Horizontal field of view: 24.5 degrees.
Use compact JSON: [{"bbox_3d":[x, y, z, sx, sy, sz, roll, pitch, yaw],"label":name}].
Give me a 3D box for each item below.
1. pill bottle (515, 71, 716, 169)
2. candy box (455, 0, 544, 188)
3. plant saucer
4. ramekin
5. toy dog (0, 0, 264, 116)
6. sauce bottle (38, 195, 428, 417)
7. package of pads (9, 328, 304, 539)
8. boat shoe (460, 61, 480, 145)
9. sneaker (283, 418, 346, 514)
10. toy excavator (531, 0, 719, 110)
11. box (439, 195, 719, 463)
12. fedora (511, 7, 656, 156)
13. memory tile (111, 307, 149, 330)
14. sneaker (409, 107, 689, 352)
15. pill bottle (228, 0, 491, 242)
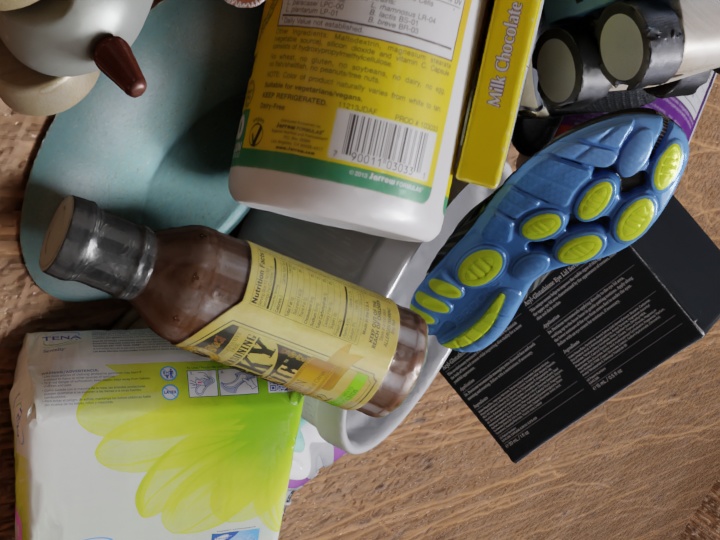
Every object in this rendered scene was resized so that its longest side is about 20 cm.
[{"bbox_3d":[0.198,-0.139,1.205,0.111,0.111,0.200,66,46,-64],"label":"pill bottle"},{"bbox_3d":[0.083,-0.143,0.851,0.102,0.026,0.200,-29,132,-81],"label":"candy box"},{"bbox_3d":[-0.092,-0.058,0.878,0.201,0.039,0.201,-42,154,-26],"label":"plant saucer"},{"bbox_3d":[0.000,0.000,1.005,0.200,0.105,0.200,-52,161,-27],"label":"ramekin"},{"bbox_3d":[-0.083,-0.143,0.702,0.200,0.096,0.132,-55,158,1],"label":"toy dog"},{"bbox_3d":[-0.063,0.016,0.837,0.200,0.065,0.065,22,108,-21],"label":"sauce bottle"},{"bbox_3d":[-0.121,0.114,0.942,0.154,0.068,0.200,-2,136,-13],"label":"package of pads"},{"bbox_3d":[0.038,-0.064,1.111,0.073,0.063,0.200,-63,176,-55],"label":"boat shoe"},{"bbox_3d":[-0.056,0.130,1.136,0.200,0.078,0.140,-8,132,-47],"label":"sneaker"},{"bbox_3d":[0.167,-0.200,0.892,0.100,0.200,0.194,-10,180,-28],"label":"toy excavator"},{"bbox_3d":[0.134,0.018,1.106,0.079,0.141,0.200,-40,179,-45],"label":"box"},{"bbox_3d":[0.150,-0.161,1.057,0.201,0.091,0.201,8,90,-73],"label":"fedora"},{"bbox_3d":[-0.108,0.072,1.057,0.200,0.017,0.153,-18,139,-55],"label":"memory tile"},{"bbox_3d":[0.096,-0.031,0.890,0.200,0.071,0.083,-43,-164,45],"label":"sneaker"},{"bbox_3d":[0.006,-0.122,0.833,0.113,0.113,0.200,13,89,-66],"label":"pill bottle"}]
